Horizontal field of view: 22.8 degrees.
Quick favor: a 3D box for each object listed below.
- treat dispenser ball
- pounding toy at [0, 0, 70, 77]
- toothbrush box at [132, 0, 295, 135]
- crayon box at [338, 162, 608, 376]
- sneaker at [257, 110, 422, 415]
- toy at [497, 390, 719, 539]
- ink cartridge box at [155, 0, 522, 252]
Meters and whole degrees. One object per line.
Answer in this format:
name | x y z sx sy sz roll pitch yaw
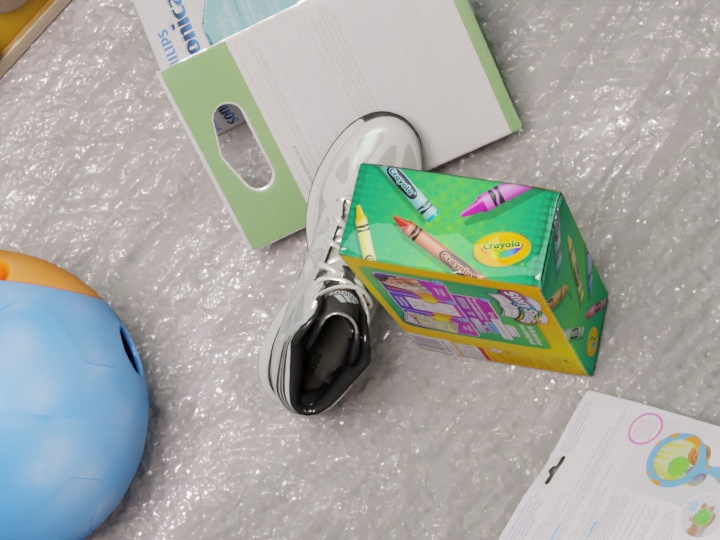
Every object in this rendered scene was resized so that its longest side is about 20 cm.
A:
treat dispenser ball | -0.233 0.087 1.116 0.200 0.201 0.202 -5 70 14
pounding toy | -0.276 -0.222 1.243 0.142 0.184 0.200 40 85 23
toothbrush box | -0.055 -0.205 1.230 0.199 0.085 0.147 -26 68 5
crayon box | 0.073 0.004 1.060 0.118 0.200 0.059 9 75 18
sneaker | 0.000 0.000 1.108 0.075 0.115 0.201 19 92 -14
toy | 0.186 0.147 1.043 0.200 0.047 0.115 12 62 51
ink cartridge box | -0.013 -0.118 1.161 0.199 0.146 0.048 -24 25 7
